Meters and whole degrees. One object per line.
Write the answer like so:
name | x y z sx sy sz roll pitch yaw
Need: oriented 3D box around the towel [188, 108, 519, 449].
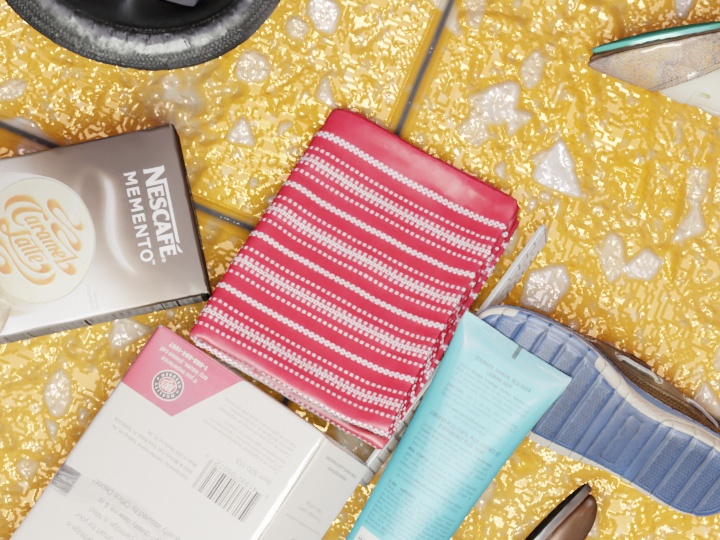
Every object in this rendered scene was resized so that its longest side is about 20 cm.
towel | 0.000 0.000 1.733 0.145 0.022 0.200 30 61 4

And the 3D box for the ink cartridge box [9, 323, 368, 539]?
ink cartridge box | -0.115 0.158 1.703 0.146 0.083 0.200 33 86 28

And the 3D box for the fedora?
fedora | -0.141 -0.214 1.751 0.200 0.092 0.201 0 86 -5

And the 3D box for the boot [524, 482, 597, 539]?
boot | 0.163 0.259 1.734 0.200 0.064 0.187 34 99 5

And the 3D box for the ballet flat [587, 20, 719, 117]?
ballet flat | 0.248 -0.136 1.769 0.200 0.068 0.067 -15 93 -1

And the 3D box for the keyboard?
keyboard | 0.059 0.055 1.752 0.011 0.056 0.200 36 86 3

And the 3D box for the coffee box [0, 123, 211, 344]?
coffee box | -0.202 -0.017 1.740 0.200 0.080 0.115 -13 86 -2

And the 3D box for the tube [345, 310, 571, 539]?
tube | 0.046 0.130 1.707 0.077 0.050 0.200 32 98 -3

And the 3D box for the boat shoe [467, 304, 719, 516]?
boat shoe | 0.151 0.083 1.742 0.200 0.072 0.072 36 110 -8
